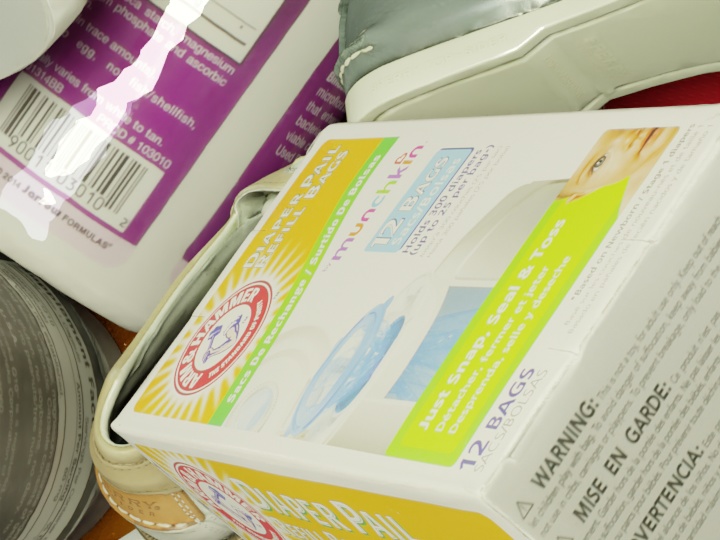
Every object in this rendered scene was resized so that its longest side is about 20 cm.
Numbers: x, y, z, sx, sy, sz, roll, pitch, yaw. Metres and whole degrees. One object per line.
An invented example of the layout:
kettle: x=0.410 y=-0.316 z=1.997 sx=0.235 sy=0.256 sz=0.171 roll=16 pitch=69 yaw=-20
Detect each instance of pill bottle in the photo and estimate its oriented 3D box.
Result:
pill bottle: x=-0.044 y=-0.088 z=0.839 sx=0.112 sy=0.112 sz=0.200 roll=36 pitch=95 yaw=14
pill bottle: x=-0.141 y=0.043 z=0.808 sx=0.114 sy=0.200 sz=0.114 roll=-1 pitch=86 yaw=13

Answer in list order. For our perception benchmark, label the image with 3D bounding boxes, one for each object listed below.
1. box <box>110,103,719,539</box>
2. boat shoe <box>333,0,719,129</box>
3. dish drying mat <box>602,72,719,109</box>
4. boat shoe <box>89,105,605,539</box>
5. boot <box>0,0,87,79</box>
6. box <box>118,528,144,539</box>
box: x=0.041 y=0.033 z=0.681 sx=0.101 sy=0.200 sz=0.113 roll=42 pitch=73 yaw=-23
boat shoe: x=0.085 y=-0.089 z=0.760 sx=0.200 sy=0.073 sz=0.062 roll=-19 pitch=63 yaw=13
dish drying mat: x=0.086 y=-0.028 z=0.850 sx=0.077 sy=0.018 sz=0.200 roll=16 pitch=90 yaw=16
boat shoe: x=0.000 y=0.000 z=0.808 sx=0.075 sy=0.068 sz=0.200 roll=32 pitch=75 yaw=30
boot: x=-0.125 y=-0.092 z=0.798 sx=0.200 sy=0.074 sz=0.096 roll=-14 pitch=37 yaw=48
box: x=-0.065 y=0.155 z=0.813 sx=0.200 sy=0.048 sz=0.159 roll=-33 pitch=38 yaw=9
